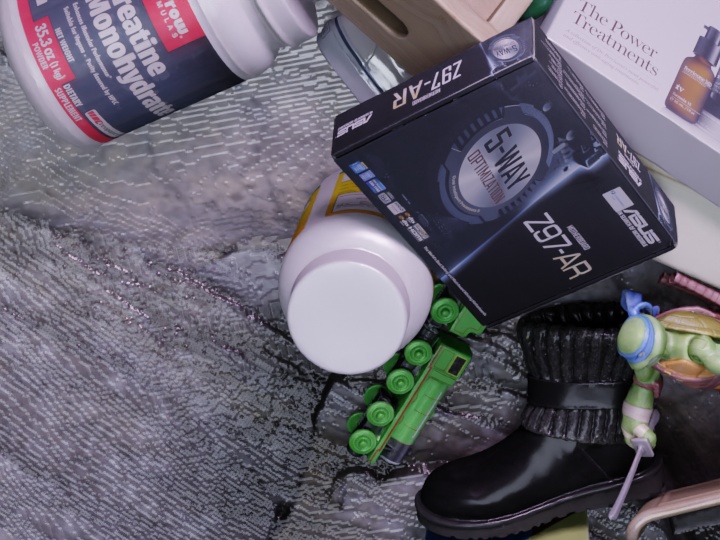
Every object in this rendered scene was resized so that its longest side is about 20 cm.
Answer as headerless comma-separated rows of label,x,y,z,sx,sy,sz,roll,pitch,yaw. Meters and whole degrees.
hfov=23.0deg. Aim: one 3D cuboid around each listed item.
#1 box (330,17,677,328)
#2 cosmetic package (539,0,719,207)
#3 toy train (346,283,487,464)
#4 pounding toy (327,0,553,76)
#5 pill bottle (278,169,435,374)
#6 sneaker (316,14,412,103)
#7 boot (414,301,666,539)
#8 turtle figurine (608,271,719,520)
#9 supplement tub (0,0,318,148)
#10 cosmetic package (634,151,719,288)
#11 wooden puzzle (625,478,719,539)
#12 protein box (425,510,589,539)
box,0.101,-0.060,1.212,0.160,0.044,0.200,-24,128,25
cosmetic package,0.227,-0.149,1.255,0.200,0.151,0.052,32,144,-7
toy train,0.054,0.073,1.405,0.056,0.042,0.200,25,110,-15
pounding toy,0.056,-0.212,1.240,0.200,0.142,0.184,41,67,-9
pill bottle,0.000,0.000,1.298,0.113,0.200,0.113,2,109,5
sneaker,0.054,-0.119,1.319,0.071,0.073,0.200,-37,102,19
boot,0.133,0.113,1.387,0.211,0.079,0.158,-14,114,-1
turtle figurine,0.270,0.108,1.302,0.194,0.200,0.144,5,136,-34
supplement tub,-0.146,-0.185,1.279,0.200,0.140,0.140,-23,106,13
cosmetic package,0.259,-0.039,1.313,0.200,0.104,0.073,22,109,-4
wooden puzzle,0.301,0.167,1.340,0.200,0.185,0.037,-20,82,10
protein box,0.123,0.325,1.400,0.135,0.199,0.200,-5,109,7
